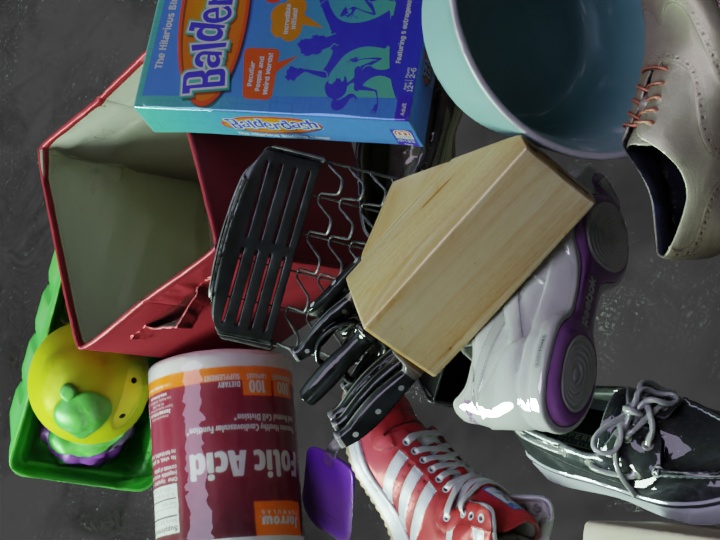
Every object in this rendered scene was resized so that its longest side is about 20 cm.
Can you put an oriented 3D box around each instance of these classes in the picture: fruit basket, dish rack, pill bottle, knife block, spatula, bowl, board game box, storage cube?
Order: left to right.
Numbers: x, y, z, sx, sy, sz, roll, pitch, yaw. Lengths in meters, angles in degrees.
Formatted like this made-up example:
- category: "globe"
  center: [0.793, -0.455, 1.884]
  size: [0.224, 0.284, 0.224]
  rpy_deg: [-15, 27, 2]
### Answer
- category: "fruit basket"
  center: [-0.206, 0.083, 1.362]
  size: [0.215, 0.155, 0.217]
  rpy_deg: [-28, 56, 52]
- category: "storage cube"
  center: [-0.114, -0.043, 1.277]
  size: [0.171, 0.179, 0.201]
  rpy_deg: [-34, 62, 36]
- category: "pill bottle"
  center: [-0.101, 0.168, 1.277]
  size: [0.114, 0.114, 0.201]
  rpy_deg: [-17, 72, 42]
- category: "board game box"
  center: [-0.043, -0.166, 1.146]
  size: [0.199, 0.045, 0.153]
  rpy_deg: [4, 72, 18]
- category: "spatula"
  center: [-0.005, 0.102, 1.257]
  size: [0.056, 0.020, 0.201]
  rpy_deg: [22, 99, 42]
- category: "dish rack"
  center: [0.000, 0.000, 1.154]
  size: [0.055, 0.199, 0.154]
  rpy_deg: [-148, 72, -67]
- category: "knife block"
  center: [0.041, 0.021, 1.056]
  size: [0.200, 0.064, 0.176]
  rpy_deg: [-17, 45, 53]
- category: "bowl"
  center: [0.119, -0.163, 1.080]
  size: [0.105, 0.200, 0.202]
  rpy_deg: [-13, 73, 63]

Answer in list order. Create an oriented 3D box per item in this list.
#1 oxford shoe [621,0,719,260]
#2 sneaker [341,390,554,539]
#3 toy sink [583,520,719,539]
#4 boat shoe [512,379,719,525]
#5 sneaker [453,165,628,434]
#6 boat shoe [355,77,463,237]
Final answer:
- category: "oxford shoe"
  center: [0.194, -0.104, 1.017]
  size: [0.071, 0.073, 0.201]
  rpy_deg: [165, 91, -71]
- category: "sneaker"
  center: [0.062, 0.145, 1.150]
  size: [0.112, 0.071, 0.201]
  rpy_deg: [-38, 67, 39]
- category: "toy sink"
  center: [0.231, 0.216, 0.945]
  size: [0.199, 0.112, 0.131]
  rpy_deg: [-3, 82, 49]
- category: "boat shoe"
  center: [0.173, 0.101, 1.038]
  size: [0.199, 0.068, 0.074]
  rpy_deg: [11, 61, 49]
- category: "sneaker"
  center: [0.111, 0.014, 1.073]
  size: [0.099, 0.075, 0.201]
  rpy_deg: [-10, 45, 38]
- category: "boat shoe"
  center: [0.031, -0.115, 1.192]
  size: [0.072, 0.065, 0.201]
  rpy_deg: [16, 112, 31]
